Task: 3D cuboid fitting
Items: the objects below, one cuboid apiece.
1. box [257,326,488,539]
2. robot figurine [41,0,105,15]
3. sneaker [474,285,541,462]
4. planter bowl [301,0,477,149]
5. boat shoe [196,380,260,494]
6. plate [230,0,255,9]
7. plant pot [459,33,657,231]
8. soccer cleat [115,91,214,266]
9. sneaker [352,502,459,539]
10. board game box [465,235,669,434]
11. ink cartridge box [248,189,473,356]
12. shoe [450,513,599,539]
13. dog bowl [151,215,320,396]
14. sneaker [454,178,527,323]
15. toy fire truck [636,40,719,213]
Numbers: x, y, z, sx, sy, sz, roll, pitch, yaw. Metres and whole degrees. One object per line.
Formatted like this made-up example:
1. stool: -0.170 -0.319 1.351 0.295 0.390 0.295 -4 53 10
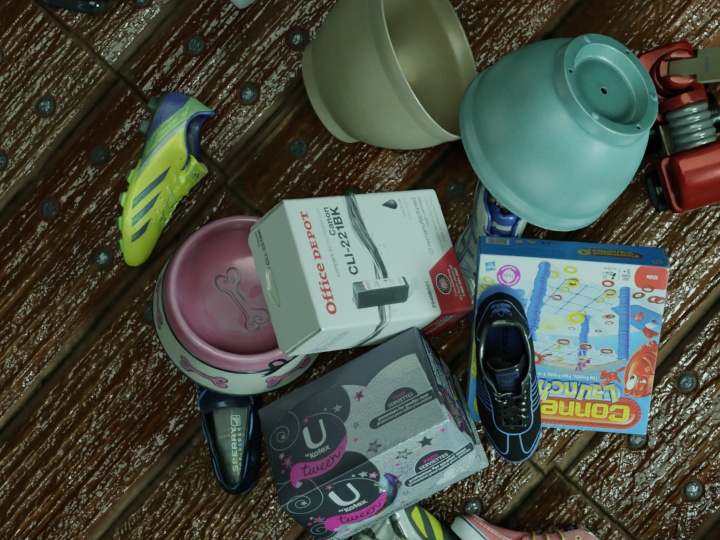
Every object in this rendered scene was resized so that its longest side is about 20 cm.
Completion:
1. box: 0.011 0.176 1.401 0.199 0.115 0.133 -29 47 11
2. robot figurine: -0.320 -0.371 1.470 0.199 0.150 0.126 15 76 4
3. sneaker: 0.150 0.119 1.380 0.070 0.078 0.201 -8 111 8
4. planter bowl: 0.022 -0.215 1.429 0.134 0.200 0.201 -18 87 29
5. boat shoe: -0.140 0.145 1.473 0.084 0.069 0.201 -14 87 2
6. plate: -0.120 -0.433 1.509 0.199 0.032 0.200 -38 86 2
7. plant pot: 0.221 -0.161 1.384 0.199 0.134 0.201 14 59 -25
8. soccer cleat: -0.216 -0.099 1.488 0.083 0.065 0.201 15 89 1
9. sneaker: 0.056 0.293 1.462 0.075 0.084 0.200 -48 64 27
10. board game box: 0.217 0.069 1.427 0.198 0.056 0.197 4 112 3
11. ink cartridge box: 0.000 0.000 1.400 0.199 0.084 0.145 -7 71 -34
12. shoe: 0.200 0.303 1.453 0.200 0.071 0.091 36 89 -2
13. dog bowl: -0.125 0.030 1.441 0.199 0.074 0.201 2 69 -6
14. sneaker: 0.143 -0.039 1.455 0.075 0.088 0.201 9 90 2
15. toy fire truck: 0.359 -0.160 1.391 0.128 0.200 0.177 -16 87 3
